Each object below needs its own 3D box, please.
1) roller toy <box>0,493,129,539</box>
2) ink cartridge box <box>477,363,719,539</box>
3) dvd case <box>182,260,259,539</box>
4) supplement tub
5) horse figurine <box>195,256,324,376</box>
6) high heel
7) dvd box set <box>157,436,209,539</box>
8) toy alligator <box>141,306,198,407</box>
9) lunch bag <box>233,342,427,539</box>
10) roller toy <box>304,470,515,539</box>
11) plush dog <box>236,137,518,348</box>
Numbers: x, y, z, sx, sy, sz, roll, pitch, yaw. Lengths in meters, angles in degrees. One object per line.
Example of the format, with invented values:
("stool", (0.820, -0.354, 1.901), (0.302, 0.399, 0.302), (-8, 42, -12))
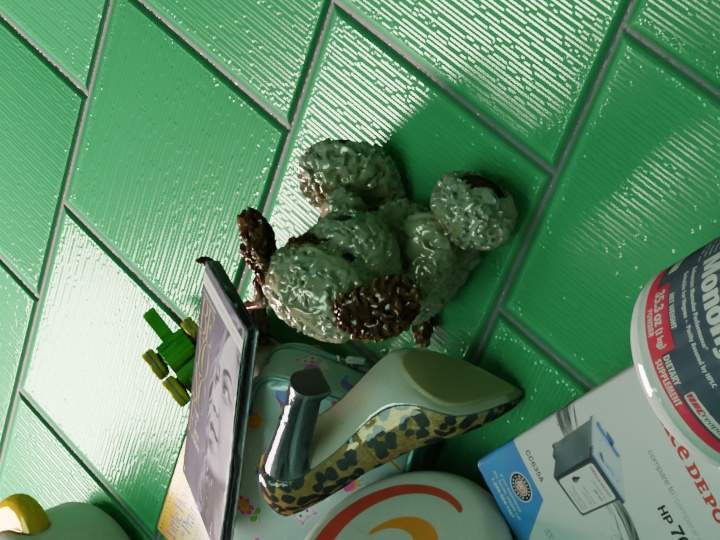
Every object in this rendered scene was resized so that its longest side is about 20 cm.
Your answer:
("roller toy", (-0.315, 0.342, 1.653), (0.182, 0.139, 0.202), (40, 127, 28))
("ink cartridge box", (0.198, 0.149, 1.136), (0.200, 0.085, 0.148), (-40, 75, 45))
("dvd case", (-0.119, 0.112, 1.335), (0.149, 0.016, 0.202), (-128, 43, -62))
("supplement tub", (0.275, 0.026, 0.979), (0.200, 0.140, 0.141), (-37, 77, 45))
("horse figurine", (-0.076, 0.074, 1.402), (0.200, 0.050, 0.133), (50, 139, 12))
("high heel", (0.020, 0.133, 1.248), (0.072, 0.198, 0.144), (-111, 30, -44))
("dvd box set", (-0.105, 0.253, 1.505), (0.200, 0.029, 0.147), (41, 129, 27))
("toy alligator", (-0.141, 0.105, 1.469), (0.200, 0.059, 0.054), (45, 173, 39))
("lunch bag", (-0.034, 0.161, 1.337), (0.159, 0.077, 0.202), (21, 119, 9))
("roller toy", (0.049, 0.260, 1.223), (0.198, 0.183, 0.141), (-2, 130, 34))
("plush dog", (0.000, 0.000, 1.219), (0.199, 0.171, 0.162), (21, 117, 38))
